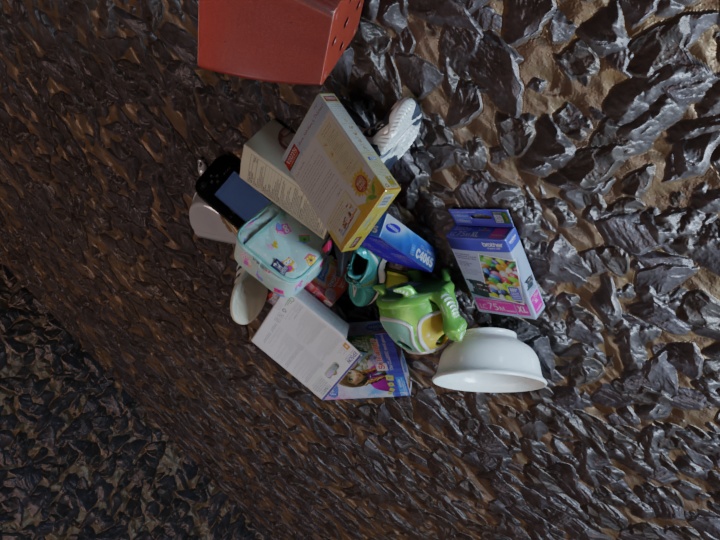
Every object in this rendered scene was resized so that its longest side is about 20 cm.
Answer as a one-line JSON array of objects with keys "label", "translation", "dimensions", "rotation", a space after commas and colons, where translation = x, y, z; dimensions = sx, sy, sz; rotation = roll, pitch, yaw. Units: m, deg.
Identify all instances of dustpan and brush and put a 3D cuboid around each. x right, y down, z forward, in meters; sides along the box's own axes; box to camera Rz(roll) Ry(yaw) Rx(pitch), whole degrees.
[{"label": "dustpan and brush", "translation": [-0.321, -0.149, 1.745], "dimensions": [0.138, 0.057, 0.201], "rotation": [12, 145, 23]}]

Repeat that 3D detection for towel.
[{"label": "towel", "translation": [0.093, 0.079, 1.587], "dimensions": [0.086, 0.018, 0.201], "rotation": [12, 137, 38]}]

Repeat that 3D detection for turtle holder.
[{"label": "turtle holder", "translation": [0.118, 0.073, 1.426], "dimensions": [0.184, 0.141, 0.133], "rotation": [-7, 101, 33]}]

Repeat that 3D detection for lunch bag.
[{"label": "lunch bag", "translation": [-0.130, -0.058, 1.492], "dimensions": [0.160, 0.200, 0.077], "rotation": [39, 147, 8]}]

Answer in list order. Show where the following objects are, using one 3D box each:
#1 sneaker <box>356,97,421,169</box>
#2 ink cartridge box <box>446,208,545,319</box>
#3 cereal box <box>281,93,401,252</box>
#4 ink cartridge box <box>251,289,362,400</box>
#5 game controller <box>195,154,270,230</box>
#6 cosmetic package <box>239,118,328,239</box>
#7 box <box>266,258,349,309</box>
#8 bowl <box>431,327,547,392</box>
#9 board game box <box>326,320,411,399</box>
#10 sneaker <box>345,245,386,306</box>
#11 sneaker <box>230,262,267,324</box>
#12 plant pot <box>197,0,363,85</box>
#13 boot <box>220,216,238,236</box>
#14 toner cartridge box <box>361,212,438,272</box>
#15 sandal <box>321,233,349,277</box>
[{"label": "sneaker", "translation": [0.007, -0.210, 1.271], "dimensions": [0.130, 0.079, 0.200], "rotation": [45, 139, 19]}, {"label": "ink cartridge box", "translation": [0.215, -0.011, 1.326], "dimensions": [0.119, 0.042, 0.201], "rotation": [6, 132, 43]}, {"label": "cereal box", "translation": [-0.035, -0.150, 1.250], "dimensions": [0.201, 0.039, 0.144], "rotation": [58, 134, 21]}, {"label": "ink cartridge box", "translation": [-0.104, 0.143, 1.637], "dimensions": [0.200, 0.041, 0.200], "rotation": [41, 134, 2]}, {"label": "game controller", "translation": [-0.226, -0.135, 1.601], "dimensions": [0.200, 0.105, 0.042], "rotation": [40, -179, 3]}, {"label": "cosmetic package", "translation": [-0.110, -0.163, 1.452], "dimensions": [0.199, 0.087, 0.104], "rotation": [37, 150, 7]}, {"label": "box", "translation": [-0.103, 0.033, 1.671], "dimensions": [0.100, 0.096, 0.200], "rotation": [44, 149, -6]}, {"label": "bowl", "translation": [0.225, 0.154, 1.426], "dimensions": [0.199, 0.091, 0.201], "rotation": [2, 162, 1]}, {"label": "board game box", "translation": [-0.007, 0.193, 1.729], "dimensions": [0.198, 0.041, 0.201], "rotation": [-6, 131, 15]}, {"label": "sneaker", "translation": [0.000, 0.000, 1.523], "dimensions": [0.077, 0.080, 0.201], "rotation": [38, 145, 21]}, {"label": "sneaker", "translation": [-0.237, 0.020, 1.737], "dimensions": [0.074, 0.202, 0.084], "rotation": [17, 164, -19]}, {"label": "plant pot", "translation": [-0.095, -0.371, 1.105], "dimensions": [0.175, 0.201, 0.200], "rotation": [24, 147, 3]}, {"label": "boot", "translation": [-0.204, -0.080, 1.662], "dimensions": [0.200, 0.075, 0.107], "rotation": [50, 142, 1]}, {"label": "toner cartridge box", "translation": [0.046, -0.052, 1.359], "dimensions": [0.094, 0.044, 0.200], "rotation": [14, 171, 32]}, {"label": "sandal", "translation": [-0.042, -0.061, 1.411], "dimensions": [0.045, 0.076, 0.201], "rotation": [11, 149, 8]}]
